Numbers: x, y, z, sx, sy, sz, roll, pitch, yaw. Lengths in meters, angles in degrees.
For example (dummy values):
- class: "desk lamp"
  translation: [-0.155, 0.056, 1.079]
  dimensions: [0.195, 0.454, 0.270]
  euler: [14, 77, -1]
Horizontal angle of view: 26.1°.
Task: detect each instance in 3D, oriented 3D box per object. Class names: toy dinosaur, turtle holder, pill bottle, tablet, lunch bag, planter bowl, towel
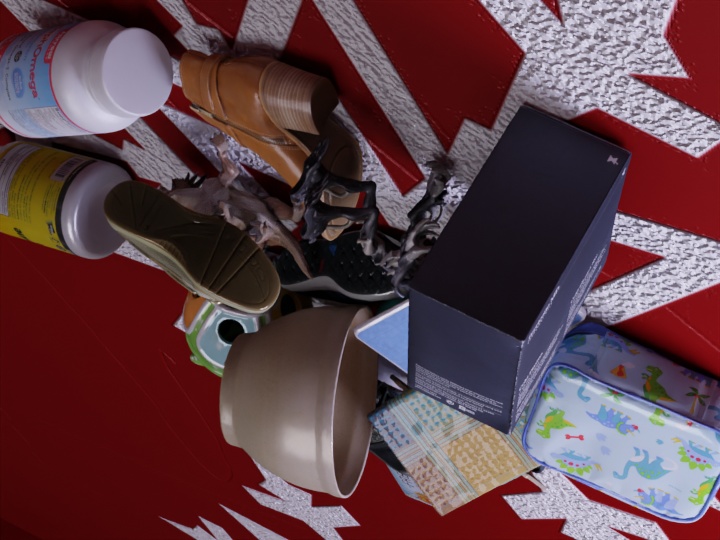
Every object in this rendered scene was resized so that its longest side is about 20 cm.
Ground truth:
- class: "toy dinosaur"
  translation: [-0.131, -0.056, 1.624]
  dimensions: [0.200, 0.086, 0.136]
  euler: [31, 155, -7]
- class: "turtle holder"
  translation: [-0.111, 0.058, 1.732]
  dimensions: [0.185, 0.141, 0.132]
  euler: [37, 157, 17]
- class: "pill bottle"
  translation: [-0.274, -0.187, 1.515]
  dimensions: [0.200, 0.109, 0.109]
  euler: [1, 141, 47]
- class: "tablet"
  translation: [0.106, 0.051, 1.517]
  dimensions: [0.200, 0.014, 0.130]
  euler: [-29, 129, 34]
- class: "pill bottle"
  translation: [-0.366, -0.087, 1.796]
  dimensions: [0.200, 0.113, 0.112]
  euler: [16, 150, 32]
- class: "lunch bag"
  translation: [0.263, 0.152, 1.511]
  dimensions: [0.200, 0.082, 0.161]
  euler: [23, 134, 12]
- class: "planter bowl"
  translation: [-0.068, 0.129, 1.622]
  dimensions: [0.135, 0.200, 0.200]
  euler: [6, 148, 12]
- class: "towel"
  translation: [0.127, 0.158, 1.621]
  dimensions: [0.200, 0.022, 0.147]
  euler: [-31, 103, 20]

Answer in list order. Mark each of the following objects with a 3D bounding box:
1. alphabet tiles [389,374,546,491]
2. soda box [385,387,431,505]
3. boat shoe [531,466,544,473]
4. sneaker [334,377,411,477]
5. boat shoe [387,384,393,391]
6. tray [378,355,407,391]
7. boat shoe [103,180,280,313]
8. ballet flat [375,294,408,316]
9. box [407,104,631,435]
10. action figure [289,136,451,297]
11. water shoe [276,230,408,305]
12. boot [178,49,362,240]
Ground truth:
- class: "alphabet tiles"
  translation: [0.118, 0.179, 1.724]
  dimensions: [0.200, 0.006, 0.166]
  euler: [36, 179, -5]
- class: "soda box"
  translation: [0.072, 0.221, 1.890]
  dimensions: [0.064, 0.068, 0.200]
  euler: [20, 158, 26]
- class: "boat shoe"
  translation: [0.143, 0.154, 1.684]
  dimensions: [0.200, 0.060, 0.076]
  euler: [34, 160, -25]
- class: "sneaker"
  translation: [0.027, 0.166, 1.738]
  dimensions: [0.199, 0.076, 0.114]
  euler: [24, 161, 32]
- class: "boat shoe"
  translation: [-0.050, 0.106, 1.857]
  dimensions: [0.200, 0.072, 0.068]
  euler: [28, -170, -10]
- class: "tray"
  translation: [0.061, 0.097, 1.733]
  dimensions: [0.107, 0.022, 0.200]
  euler: [26, 158, -21]
- class: "boat shoe"
  translation: [-0.168, -0.018, 1.554]
  dimensions: [0.200, 0.073, 0.063]
  euler: [28, 160, 9]
- class: "ballet flat"
  translation: [0.073, 0.034, 1.578]
  dimensions: [0.063, 0.069, 0.200]
  euler: [22, 158, -12]
- class: "box"
  translation: [0.129, 0.001, 1.292]
  dimensions: [0.104, 0.200, 0.182]
  euler: [26, 154, 14]
- class: "action figure"
  translation: [0.040, -0.037, 1.385]
  dimensions: [0.200, 0.119, 0.102]
  euler: [28, 124, -21]
- class: "water shoe"
  translation: [0.000, 0.000, 1.615]
  dimensions: [0.079, 0.072, 0.200]
  euler: [22, 169, -42]
- class: "boot"
  translation: [-0.084, -0.124, 1.462]
  dimensions: [0.155, 0.074, 0.200]
  euler: [16, 139, 28]
